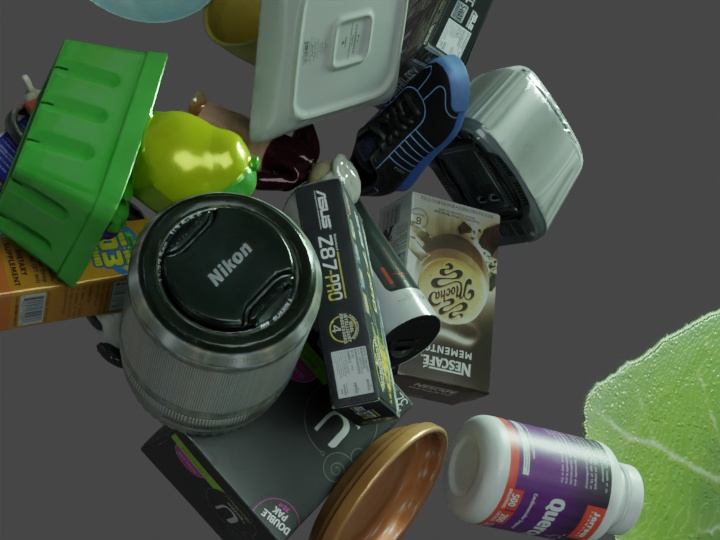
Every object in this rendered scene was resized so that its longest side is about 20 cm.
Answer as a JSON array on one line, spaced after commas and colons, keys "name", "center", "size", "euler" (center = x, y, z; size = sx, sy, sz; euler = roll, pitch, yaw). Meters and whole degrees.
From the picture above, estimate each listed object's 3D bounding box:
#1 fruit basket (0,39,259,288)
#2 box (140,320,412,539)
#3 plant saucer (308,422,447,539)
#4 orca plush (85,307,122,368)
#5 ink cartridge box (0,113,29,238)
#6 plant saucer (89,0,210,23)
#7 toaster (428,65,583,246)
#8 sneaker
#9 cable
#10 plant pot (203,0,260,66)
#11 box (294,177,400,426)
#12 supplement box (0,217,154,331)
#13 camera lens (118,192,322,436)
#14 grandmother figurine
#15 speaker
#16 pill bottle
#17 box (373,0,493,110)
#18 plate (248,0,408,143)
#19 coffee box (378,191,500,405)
[{"name": "fruit basket", "center": [-0.199, -0.091, 1.309], "size": [0.215, 0.156, 0.216], "euler": [15, 53, -21]}, {"name": "box", "center": [-0.080, 0.150, 1.428], "size": [0.149, 0.124, 0.200], "euler": [49, 61, -5]}, {"name": "plant saucer", "center": [0.011, 0.227, 1.432], "size": [0.037, 0.200, 0.200], "euler": [33, 58, 22]}, {"name": "orca plush", "center": [-0.230, 0.060, 1.410], "size": [0.199, 0.071, 0.105], "euler": [23, 49, 3]}, {"name": "ink cartridge box", "center": [-0.326, -0.084, 1.418], "size": [0.095, 0.037, 0.200], "euler": [47, 63, -9]}, {"name": "plant saucer", "center": [-0.234, -0.344, 1.535], "size": [0.200, 0.039, 0.202], "euler": [7, 74, -25]}, {"name": "toaster", "center": [0.154, -0.133, 1.623], "size": [0.200, 0.113, 0.129], "euler": [54, 55, -20]}, {"name": "sneaker", "center": [0.043, -0.143, 1.531], "size": [0.078, 0.200, 0.070], "euler": [-13, 60, -34]}, {"name": "cable", "center": [-0.266, -0.101, 1.406], "size": [0.097, 0.050, 0.201], "euler": [-24, 90, -32]}, {"name": "plant pot", "center": [-0.043, -0.275, 1.544], "size": [0.142, 0.200, 0.201], "euler": [39, 60, -38]}, {"name": "box", "center": [-0.011, 0.034, 1.338], "size": [0.049, 0.161, 0.201], "euler": [-11, 77, 3]}, {"name": "supplement box", "center": [-0.252, 0.001, 1.360], "size": [0.199, 0.069, 0.067], "euler": [-9, 59, -25]}, {"name": "camera lens", "center": [-0.124, 0.039, 1.269], "size": [0.159, 0.200, 0.160], "euler": [5, 62, -10]}, {"name": "grandmother figurine", "center": [-0.088, -0.118, 1.490], "size": [0.200, 0.061, 0.121], "euler": [26, 61, 14]}, {"name": "speaker", "center": [0.000, 0.000, 1.491], "size": [0.081, 0.081, 0.200], "euler": [-14, 55, -29]}, {"name": "pill bottle", "center": [0.194, 0.224, 1.556], "size": [0.199, 0.112, 0.113], "euler": [15, 70, -22]}, {"name": "box", "center": [0.089, -0.279, 1.614], "size": [0.050, 0.158, 0.200], "euler": [31, 64, -16]}, {"name": "plate", "center": [-0.019, -0.228, 1.439], "size": [0.200, 0.200, 0.032], "euler": [-23, 44, -39]}, {"name": "coffee box", "center": [0.077, 0.032, 1.567], "size": [0.113, 0.080, 0.201], "euler": [13, 70, -24]}]
